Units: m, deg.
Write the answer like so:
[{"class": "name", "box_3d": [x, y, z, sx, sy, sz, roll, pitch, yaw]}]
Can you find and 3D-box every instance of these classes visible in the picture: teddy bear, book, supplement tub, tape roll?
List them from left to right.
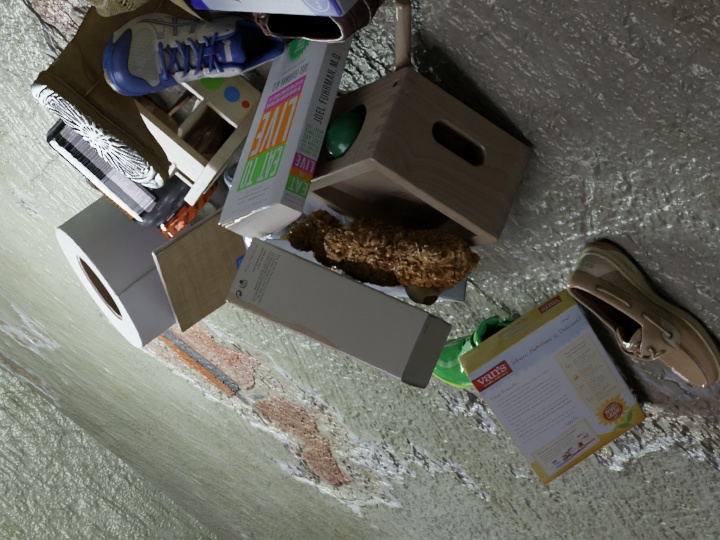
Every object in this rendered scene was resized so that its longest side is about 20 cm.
[{"class": "supplement tub", "box_3d": [-0.281, -0.141, 1.732, 0.200, 0.123, 0.122, 43, 155, -15]}, {"class": "tape roll", "box_3d": [-0.305, -0.014, 1.911, 0.203, 0.139, 0.203, 46, 161, 21]}, {"class": "book", "box_3d": [-0.066, -0.139, 1.362, 0.048, 0.202, 0.133, 23, 161, -23]}, {"class": "teddy bear", "box_3d": [0.017, -0.009, 1.369, 0.198, 0.067, 0.145, 16, 164, 20]}]

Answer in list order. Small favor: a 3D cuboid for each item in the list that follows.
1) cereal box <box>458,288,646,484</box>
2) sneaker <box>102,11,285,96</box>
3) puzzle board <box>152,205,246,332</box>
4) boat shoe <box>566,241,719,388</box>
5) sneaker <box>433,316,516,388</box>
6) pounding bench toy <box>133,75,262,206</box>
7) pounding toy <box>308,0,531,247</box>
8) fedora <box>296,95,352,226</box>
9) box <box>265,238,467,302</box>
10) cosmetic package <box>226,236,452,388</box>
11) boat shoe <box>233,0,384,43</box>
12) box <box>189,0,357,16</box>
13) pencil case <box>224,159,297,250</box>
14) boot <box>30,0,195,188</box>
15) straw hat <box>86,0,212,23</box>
[{"class": "cereal box", "box_3d": [0.215, 0.132, 1.546, 0.201, 0.143, 0.040, 54, -175, -32]}, {"class": "sneaker", "box_3d": [-0.160, -0.221, 1.371, 0.088, 0.199, 0.076, 8, 114, 42]}, {"class": "puzzle board", "box_3d": [-0.193, -0.012, 1.823, 0.017, 0.150, 0.201, 47, 162, 26]}, {"class": "boat shoe", "box_3d": [0.285, 0.059, 1.408, 0.200, 0.065, 0.071, 42, 155, -12]}, {"class": "sneaker", "box_3d": [0.154, 0.087, 1.630, 0.199, 0.074, 0.084, -11, 132, 47]}, {"class": "pounding bench toy", "box_3d": [-0.210, -0.173, 1.577, 0.156, 0.125, 0.200, 39, 156, -5]}, {"class": "pounding toy", "box_3d": [0.047, -0.129, 1.335, 0.199, 0.143, 0.184, 31, 160, -23]}, {"class": "fedora", "box_3d": [-0.026, -0.093, 1.517, 0.176, 0.091, 0.200, 39, 156, -8]}, {"class": "box", "box_3d": [0.000, 0.000, 1.582, 0.199, 0.042, 0.155, 10, 176, -43]}, {"class": "cosmetic package", "box_3d": [-0.020, 0.042, 1.372, 0.199, 0.074, 0.103, 24, 178, 20]}, {"class": "boat shoe", "box_3d": [-0.068, -0.254, 1.315, 0.199, 0.071, 0.071, 11, 147, 46]}, {"class": "box", "box_3d": [-0.095, -0.320, 1.189, 0.199, 0.105, 0.184, 13, 146, 43]}, {"class": "pencil case", "box_3d": [-0.101, -0.039, 1.649, 0.090, 0.083, 0.202, 12, 124, 47]}, {"class": "boot", "box_3d": [-0.217, -0.212, 1.428, 0.175, 0.201, 0.066, 42, 155, -20]}, {"class": "straw hat", "box_3d": [-0.235, -0.291, 1.333, 0.202, 0.085, 0.201, 52, -172, -10]}]
